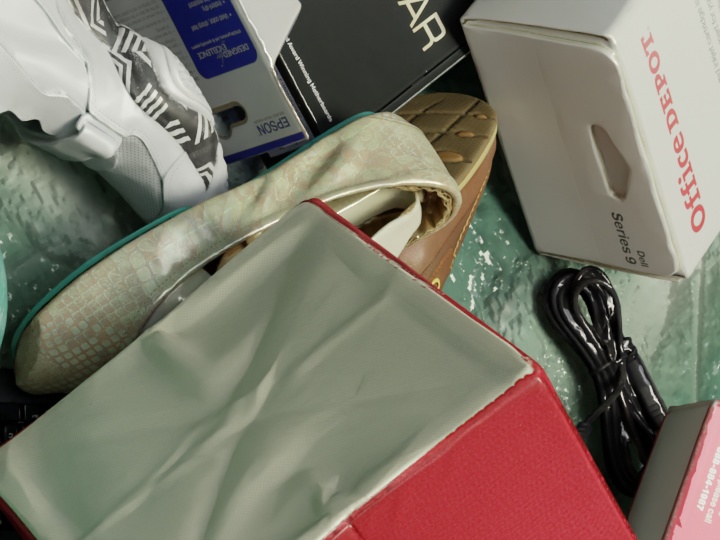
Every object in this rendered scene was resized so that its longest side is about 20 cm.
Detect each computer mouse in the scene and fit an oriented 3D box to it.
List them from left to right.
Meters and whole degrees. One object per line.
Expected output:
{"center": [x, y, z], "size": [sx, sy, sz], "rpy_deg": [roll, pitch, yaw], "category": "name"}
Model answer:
{"center": [0.069, 0.090, 1.270], "size": [0.200, 0.044, 0.110], "rpy_deg": [-39, 111, -42], "category": "computer mouse"}

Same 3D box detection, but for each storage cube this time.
{"center": [-0.007, 0.114, 1.054], "size": [0.171, 0.200, 0.180], "rpy_deg": [-38, 126, -10], "category": "storage cube"}

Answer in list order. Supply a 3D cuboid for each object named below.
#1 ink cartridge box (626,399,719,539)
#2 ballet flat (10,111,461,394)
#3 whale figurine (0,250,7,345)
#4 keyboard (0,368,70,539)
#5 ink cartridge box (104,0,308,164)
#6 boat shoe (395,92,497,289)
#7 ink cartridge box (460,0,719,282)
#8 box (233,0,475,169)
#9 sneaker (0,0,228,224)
{"center": [0.211, 0.161, 1.263], "size": [0.199, 0.083, 0.146], "rpy_deg": [22, 80, -7], "category": "ink cartridge box"}
{"center": [-0.045, 0.000, 1.135], "size": [0.199, 0.062, 0.068], "rpy_deg": [-33, 147, -20], "category": "ballet flat"}
{"center": [-0.207, 0.028, 1.002], "size": [0.159, 0.104, 0.200], "rpy_deg": [46, 54, -5], "category": "whale figurine"}
{"center": [-0.168, 0.086, 1.081], "size": [0.199, 0.040, 0.105], "rpy_deg": [2, 80, -38], "category": "keyboard"}
{"center": [-0.086, -0.138, 1.154], "size": [0.037, 0.094, 0.201], "rpy_deg": [-34, 103, -38], "category": "ink cartridge box"}
{"center": [0.000, 0.000, 1.222], "size": [0.200, 0.072, 0.068], "rpy_deg": [-55, 145, -38], "category": "boat shoe"}
{"center": [0.143, -0.117, 1.309], "size": [0.200, 0.087, 0.146], "rpy_deg": [-55, 139, -33], "category": "ink cartridge box"}
{"center": [-0.026, -0.165, 1.233], "size": [0.160, 0.043, 0.201], "rpy_deg": [-39, 106, -42], "category": "box"}
{"center": [-0.139, -0.070, 1.117], "size": [0.115, 0.075, 0.201], "rpy_deg": [-44, 121, -22], "category": "sneaker"}
